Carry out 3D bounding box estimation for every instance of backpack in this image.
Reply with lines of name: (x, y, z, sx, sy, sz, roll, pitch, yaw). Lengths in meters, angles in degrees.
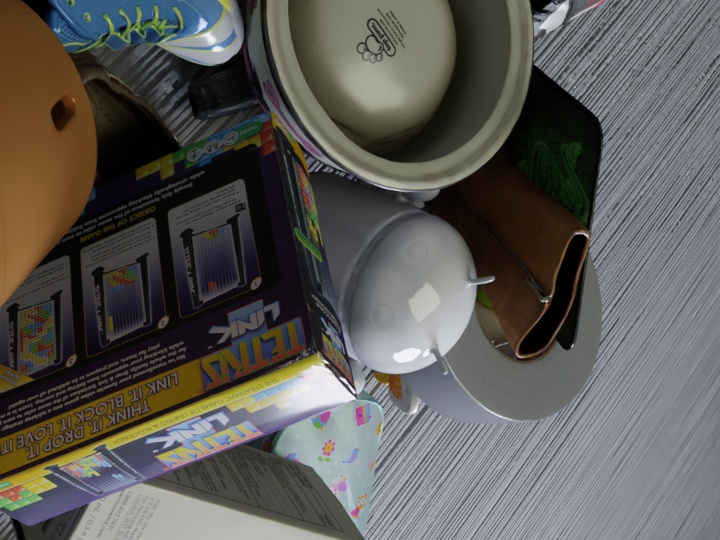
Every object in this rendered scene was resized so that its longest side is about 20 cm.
backpack: (-0.062, 0.157, 0.860, 0.166, 0.126, 0.202, -4, 110, -48)

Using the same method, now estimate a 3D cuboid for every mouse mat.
mouse mat: (0.129, -0.056, 0.789, 0.007, 0.200, 0.162, -1, 114, -10)

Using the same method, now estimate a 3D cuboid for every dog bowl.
dog bowl: (0.012, -0.149, 0.701, 0.199, 0.074, 0.202, -1, 91, -32)

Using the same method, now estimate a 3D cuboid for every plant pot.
plant pot: (-0.213, -0.049, 0.492, 0.140, 0.198, 0.202, -41, 141, -55)

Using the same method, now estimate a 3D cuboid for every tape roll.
tape roll: (0.114, 0.029, 0.938, 0.199, 0.066, 0.202, 7, 77, -34)

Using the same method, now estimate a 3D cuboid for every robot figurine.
robot figurine: (0.000, 0.000, 0.779, 0.113, 0.199, 0.171, 9, 104, -53)

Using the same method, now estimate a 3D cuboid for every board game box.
board game box: (-0.113, 0.024, 0.598, 0.198, 0.166, 0.057, -21, 144, 12)

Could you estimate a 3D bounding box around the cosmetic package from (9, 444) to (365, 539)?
cosmetic package: (-0.107, 0.159, 0.695, 0.199, 0.103, 0.088, 25, 99, -34)

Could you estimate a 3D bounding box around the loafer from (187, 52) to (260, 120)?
loafer: (-0.042, -0.166, 0.754, 0.199, 0.073, 0.073, -35, 108, -30)

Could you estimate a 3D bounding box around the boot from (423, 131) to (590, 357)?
boot: (0.100, -0.072, 0.759, 0.068, 0.200, 0.190, 7, 120, -21)

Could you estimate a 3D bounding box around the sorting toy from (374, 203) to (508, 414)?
sorting toy: (0.089, 0.012, 1.006, 0.199, 0.106, 0.182, -12, 107, -37)

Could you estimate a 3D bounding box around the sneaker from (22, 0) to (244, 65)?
sneaker: (-0.144, -0.142, 0.593, 0.200, 0.075, 0.106, 33, 58, -45)

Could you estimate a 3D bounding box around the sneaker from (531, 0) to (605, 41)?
sneaker: (0.135, -0.215, 0.872, 0.098, 0.200, 0.071, -38, 97, -14)

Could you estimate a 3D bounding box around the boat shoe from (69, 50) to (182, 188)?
boat shoe: (-0.136, -0.059, 0.671, 0.075, 0.074, 0.202, -57, 145, -12)
